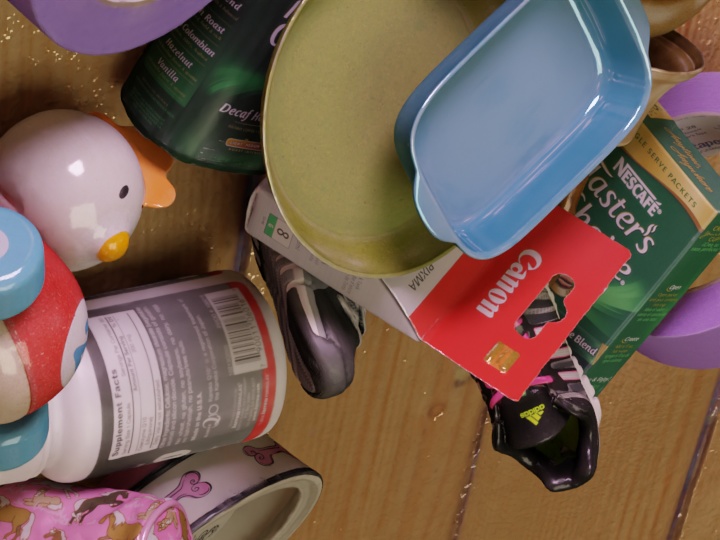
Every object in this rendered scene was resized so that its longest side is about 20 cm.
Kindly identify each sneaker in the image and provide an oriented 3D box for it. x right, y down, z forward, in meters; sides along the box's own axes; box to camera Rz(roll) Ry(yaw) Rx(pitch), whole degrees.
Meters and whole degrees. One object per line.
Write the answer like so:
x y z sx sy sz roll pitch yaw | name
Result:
0.000 0.000 1.579 0.115 0.200 0.075 -11 126 -8 | sneaker
0.104 0.067 1.604 0.074 0.088 0.200 -23 126 12 | sneaker

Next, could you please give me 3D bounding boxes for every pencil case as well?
-0.204 0.171 1.594 0.083 0.199 0.087 71 31 -53 | pencil case

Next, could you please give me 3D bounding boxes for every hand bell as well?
0.137 -0.064 1.620 0.104 0.104 0.200 -2 123 -39 | hand bell

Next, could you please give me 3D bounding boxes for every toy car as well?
-0.181 -0.022 1.453 0.200 0.177 0.185 -32 152 -25 | toy car

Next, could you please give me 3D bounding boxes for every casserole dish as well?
0.092 -0.097 1.480 0.200 0.039 0.121 -44 125 -20 | casserole dish

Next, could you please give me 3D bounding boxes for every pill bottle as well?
-0.158 0.071 1.599 0.199 0.114 0.114 -12 134 -31 | pill bottle

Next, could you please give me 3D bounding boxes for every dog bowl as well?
-0.126 0.176 1.719 0.200 0.074 0.200 -35 162 -13 | dog bowl

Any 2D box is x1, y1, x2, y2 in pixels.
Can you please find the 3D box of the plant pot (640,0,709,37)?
0.175 -0.243 1.550 0.200 0.027 0.201 -2 93 -39 | plant pot

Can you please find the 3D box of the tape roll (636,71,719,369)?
0.239 -0.035 1.755 0.200 0.200 0.066 -45 141 6 | tape roll

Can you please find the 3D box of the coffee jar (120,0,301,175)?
-0.054 -0.158 1.484 0.104 0.085 0.200 7 122 -45 | coffee jar

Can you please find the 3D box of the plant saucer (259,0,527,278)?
0.015 -0.096 1.462 0.200 0.031 0.201 -13 110 -37 | plant saucer

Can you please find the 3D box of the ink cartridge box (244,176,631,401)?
0.054 -0.031 1.542 0.161 0.200 0.050 -48 164 -39 | ink cartridge box

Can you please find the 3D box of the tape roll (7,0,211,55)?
-0.123 -0.219 1.328 0.200 0.085 0.200 -39 155 -22 | tape roll

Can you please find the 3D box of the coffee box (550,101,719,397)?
0.158 -0.010 1.684 0.044 0.123 0.200 2 135 -47 | coffee box
